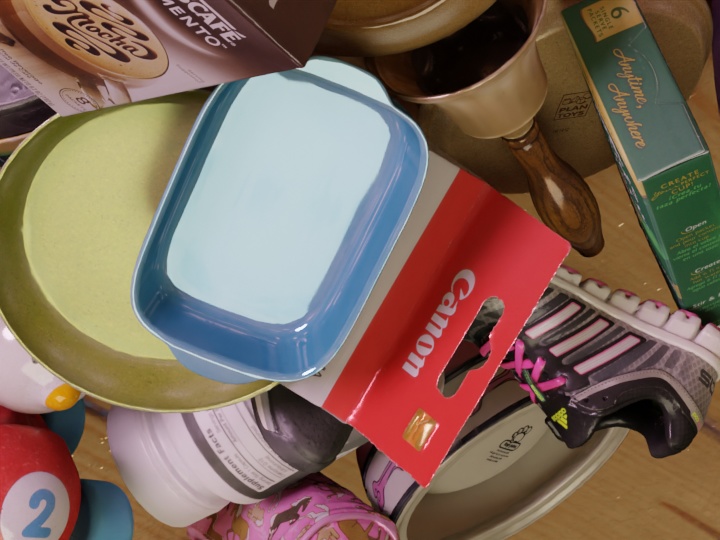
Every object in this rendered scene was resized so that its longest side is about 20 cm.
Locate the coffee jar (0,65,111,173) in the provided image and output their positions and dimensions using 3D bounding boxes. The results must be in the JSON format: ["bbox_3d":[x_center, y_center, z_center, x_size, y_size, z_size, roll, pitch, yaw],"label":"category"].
[{"bbox_3d":[-0.158,-0.074,1.407,0.104,0.086,0.200,-19,142,6],"label":"coffee jar"}]

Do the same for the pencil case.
[{"bbox_3d":[-0.048,0.174,1.670,0.083,0.200,0.087,7,96,-27],"label":"pencil case"}]

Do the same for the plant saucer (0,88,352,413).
[{"bbox_3d":[-0.103,-0.015,1.357,0.199,0.031,0.201,0,120,0],"label":"plant saucer"}]

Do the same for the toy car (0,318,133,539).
[{"bbox_3d":[-0.204,0.070,1.521,0.184,0.177,0.200,11,129,-43],"label":"toy car"}]

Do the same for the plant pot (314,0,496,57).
[{"bbox_3d":[-0.005,-0.199,1.249,0.199,0.027,0.201,2,111,5],"label":"plant pot"}]

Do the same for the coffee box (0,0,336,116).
[{"bbox_3d":[-0.110,-0.147,1.211,0.113,0.080,0.200,41,151,-30],"label":"coffee box"}]

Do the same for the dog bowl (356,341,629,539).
[{"bbox_3d":[0.085,0.111,1.685,0.200,0.074,0.200,-26,152,-15],"label":"dog bowl"}]

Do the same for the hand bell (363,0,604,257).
[{"bbox_3d":[0.090,-0.073,1.364,0.104,0.104,0.200,-23,136,13],"label":"hand bell"}]

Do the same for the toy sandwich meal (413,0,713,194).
[{"bbox_3d":[0.107,-0.123,1.444,0.205,0.070,0.205,-18,149,-11],"label":"toy sandwich meal"}]

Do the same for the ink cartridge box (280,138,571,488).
[{"bbox_3d":[0.000,0.000,1.390,0.050,0.200,0.161,18,106,-48],"label":"ink cartridge box"}]

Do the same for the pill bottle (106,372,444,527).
[{"bbox_3d":[-0.056,0.080,1.613,0.200,0.114,0.114,-30,140,22],"label":"pill bottle"}]

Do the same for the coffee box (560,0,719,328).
[{"bbox_3d":[0.167,-0.058,1.399,0.044,0.123,0.200,-23,151,4],"label":"coffee box"}]

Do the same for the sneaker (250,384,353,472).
[{"bbox_3d":[0.002,0.014,1.462,0.075,0.201,0.115,29,145,-29],"label":"sneaker"}]

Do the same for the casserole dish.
[{"bbox_3d":[-0.043,-0.031,1.308,0.121,0.039,0.200,21,119,-10],"label":"casserole dish"}]

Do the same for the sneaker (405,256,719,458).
[{"bbox_3d":[0.112,0.052,1.414,0.199,0.088,0.074,17,158,-10],"label":"sneaker"}]

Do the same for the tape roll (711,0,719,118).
[{"bbox_3d":[0.254,-0.121,1.373,0.065,0.201,0.200,-4,142,-10],"label":"tape roll"}]
